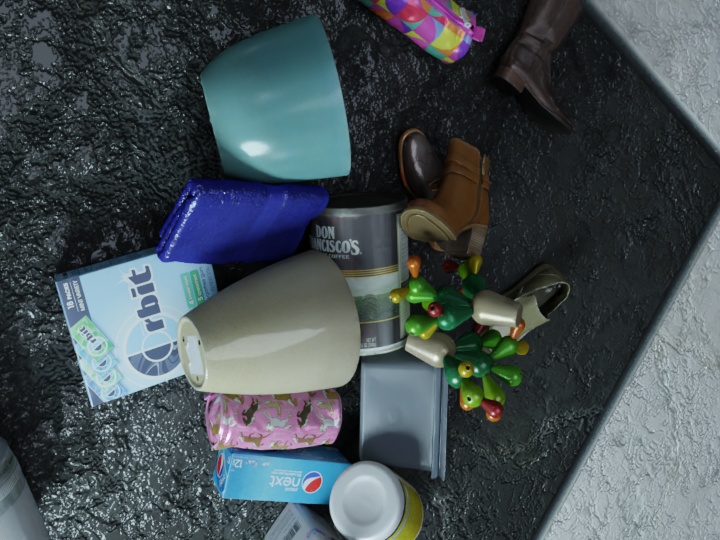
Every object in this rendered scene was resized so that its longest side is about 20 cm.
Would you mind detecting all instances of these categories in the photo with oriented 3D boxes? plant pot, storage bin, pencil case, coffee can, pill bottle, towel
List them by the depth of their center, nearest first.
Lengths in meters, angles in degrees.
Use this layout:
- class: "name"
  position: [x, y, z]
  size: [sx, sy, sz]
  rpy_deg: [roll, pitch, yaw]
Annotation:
- class: "plant pot"
  position: [-0.113, -0.202, 0.954]
  size: [0.157, 0.201, 0.205]
  rpy_deg: [-15, 107, -8]
- class: "towel"
  position: [-0.152, -0.066, 0.963]
  size: [0.197, 0.050, 0.148]
  rpy_deg: [-2, 145, -39]
- class: "plant pot"
  position: [-0.130, 0.084, 0.979]
  size: [0.197, 0.186, 0.192]
  rpy_deg: [-12, 106, -35]
- class: "pencil case"
  position: [0.081, -0.376, 1.068]
  size: [0.197, 0.088, 0.090]
  rpy_deg: [24, 90, -27]
- class: "coffee can"
  position: [0.000, 0.000, 1.069]
  size: [0.143, 0.146, 0.205]
  rpy_deg: [-9, 104, -23]
- class: "pencil case"
  position: [-0.126, 0.210, 1.088]
  size: [0.196, 0.087, 0.084]
  rpy_deg: [3, 119, -27]
- class: "pill bottle"
  position: [0.033, 0.364, 1.140]
  size: [0.113, 0.112, 0.200]
  rpy_deg: [-50, 151, -8]
- class: "storage bin"
  position: [0.065, 0.204, 1.161]
  size: [0.131, 0.146, 0.206]
  rpy_deg: [2, 101, 2]

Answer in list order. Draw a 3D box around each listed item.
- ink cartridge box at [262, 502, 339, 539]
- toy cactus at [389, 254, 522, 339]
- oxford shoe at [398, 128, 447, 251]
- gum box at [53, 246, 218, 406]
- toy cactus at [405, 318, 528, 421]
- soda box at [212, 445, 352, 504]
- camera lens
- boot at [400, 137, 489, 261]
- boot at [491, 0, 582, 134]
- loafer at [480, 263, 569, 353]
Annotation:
- class: "ink cartridge box"
  position: [-0.083, 0.453, 1.091]
  size: [0.084, 0.199, 0.146]
  rpy_deg: [40, 83, -26]
- class: "toy cactus"
  position: [0.137, 0.032, 1.004]
  size: [0.199, 0.162, 0.105]
  rpy_deg: [-25, 123, -59]
- class: "oxford shoe"
  position: [0.118, -0.121, 1.142]
  size: [0.071, 0.073, 0.203]
  rpy_deg: [-32, 112, -17]
- class: "gum box"
  position: [-0.284, 0.063, 1.001]
  size: [0.196, 0.044, 0.174]
  rpy_deg: [-17, 107, -22]
- class: "toy cactus"
  position: [0.142, 0.114, 1.019]
  size: [0.161, 0.201, 0.104]
  rpy_deg: [18, 125, 11]
- class: "soda box"
  position: [-0.115, 0.300, 1.121]
  size: [0.196, 0.064, 0.070]
  rpy_deg: [13, 95, -27]
- class: "camera lens"
  position: [-0.470, 0.307, 0.897]
  size: [0.157, 0.159, 0.205]
  rpy_deg: [-21, 109, -20]
- class: "boot"
  position: [0.123, -0.112, 1.053]
  size: [0.199, 0.072, 0.159]
  rpy_deg: [25, 71, -57]
- class: "boot"
  position: [0.316, -0.346, 1.205]
  size: [0.185, 0.064, 0.203]
  rpy_deg: [32, 81, -30]
- class: "loafer"
  position: [0.273, 0.067, 1.259]
  size: [0.200, 0.067, 0.076]
  rpy_deg: [-45, 115, -11]
